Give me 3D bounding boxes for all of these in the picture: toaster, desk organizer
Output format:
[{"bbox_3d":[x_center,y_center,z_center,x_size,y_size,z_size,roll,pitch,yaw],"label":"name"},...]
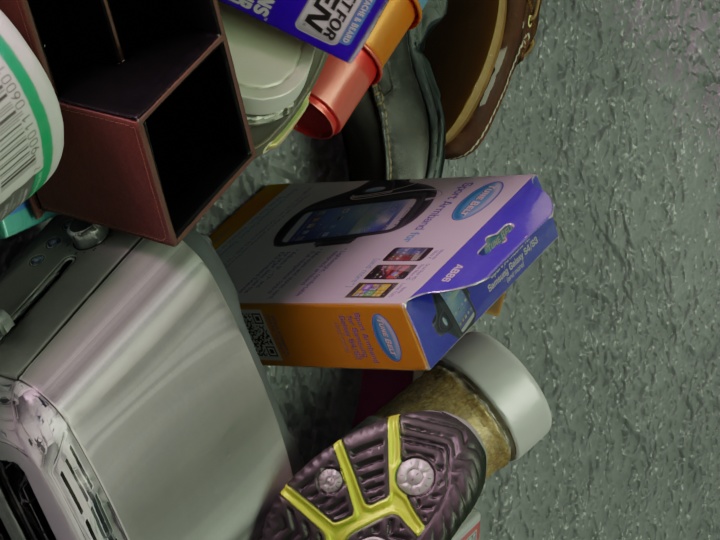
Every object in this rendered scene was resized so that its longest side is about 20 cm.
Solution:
[{"bbox_3d":[-0.112,0.079,0.929,0.129,0.113,0.201,-45,130,-35],"label":"toaster"},{"bbox_3d":[-0.109,-0.111,0.840,0.072,0.077,0.201,-51,143,-36],"label":"desk organizer"}]

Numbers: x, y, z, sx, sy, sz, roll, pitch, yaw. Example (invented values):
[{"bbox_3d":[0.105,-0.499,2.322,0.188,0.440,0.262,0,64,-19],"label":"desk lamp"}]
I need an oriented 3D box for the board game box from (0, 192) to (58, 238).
[{"bbox_3d":[-0.124,-0.118,0.957,0.200,0.045,0.153,-30,114,-46],"label":"board game box"}]

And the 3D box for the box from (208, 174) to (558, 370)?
[{"bbox_3d":[0.000,0.000,0.990,0.119,0.199,0.042,-43,123,-40],"label":"box"}]

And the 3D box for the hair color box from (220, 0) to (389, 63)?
[{"bbox_3d":[-0.071,-0.183,0.905,0.199,0.065,0.110,24,44,-8],"label":"hair color box"}]

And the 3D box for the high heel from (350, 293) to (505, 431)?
[{"bbox_3d":[0.015,0.058,1.144,0.067,0.096,0.201,8,105,-36],"label":"high heel"}]

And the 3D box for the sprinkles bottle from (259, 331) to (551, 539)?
[{"bbox_3d":[0.005,0.115,1.051,0.200,0.068,0.068,-38,122,-18],"label":"sprinkles bottle"}]

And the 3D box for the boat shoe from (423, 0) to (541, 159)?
[{"bbox_3d":[0.075,-0.152,1.177,0.070,0.070,0.201,29,69,-43],"label":"boat shoe"}]

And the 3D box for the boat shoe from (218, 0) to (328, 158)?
[{"bbox_3d":[-0.038,-0.137,0.980,0.060,0.072,0.202,110,-2,-52],"label":"boat shoe"}]

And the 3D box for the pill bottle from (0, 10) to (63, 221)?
[{"bbox_3d":[-0.218,-0.024,0.790,0.200,0.113,0.113,-45,124,-34],"label":"pill bottle"}]

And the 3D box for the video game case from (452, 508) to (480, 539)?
[{"bbox_3d":[0.015,0.239,1.105,0.143,0.017,0.201,-38,140,-43],"label":"video game case"}]

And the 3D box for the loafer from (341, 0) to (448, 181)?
[{"bbox_3d":[0.002,-0.097,1.102,0.072,0.073,0.201,4,80,-23],"label":"loafer"}]

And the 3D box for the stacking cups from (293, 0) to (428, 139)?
[{"bbox_3d":[0.017,-0.153,1.052,0.061,0.060,0.200,49,64,-39],"label":"stacking cups"}]

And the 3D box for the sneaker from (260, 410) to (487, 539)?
[{"bbox_3d":[-0.014,0.142,0.957,0.200,0.075,0.076,-50,166,11],"label":"sneaker"}]
